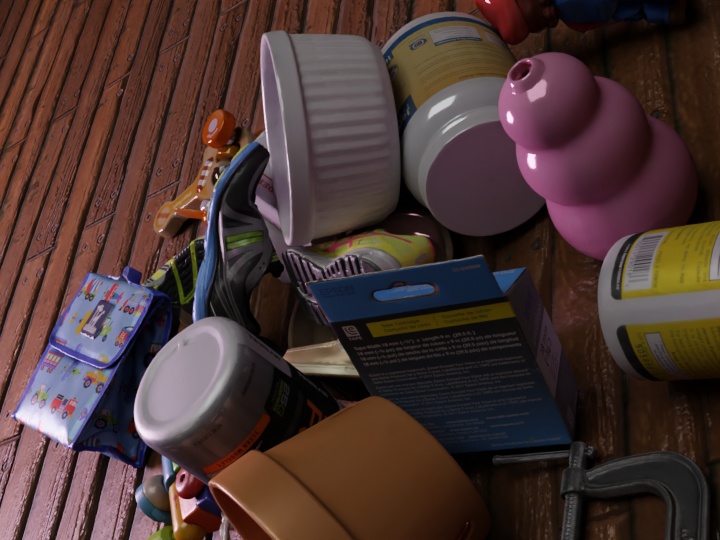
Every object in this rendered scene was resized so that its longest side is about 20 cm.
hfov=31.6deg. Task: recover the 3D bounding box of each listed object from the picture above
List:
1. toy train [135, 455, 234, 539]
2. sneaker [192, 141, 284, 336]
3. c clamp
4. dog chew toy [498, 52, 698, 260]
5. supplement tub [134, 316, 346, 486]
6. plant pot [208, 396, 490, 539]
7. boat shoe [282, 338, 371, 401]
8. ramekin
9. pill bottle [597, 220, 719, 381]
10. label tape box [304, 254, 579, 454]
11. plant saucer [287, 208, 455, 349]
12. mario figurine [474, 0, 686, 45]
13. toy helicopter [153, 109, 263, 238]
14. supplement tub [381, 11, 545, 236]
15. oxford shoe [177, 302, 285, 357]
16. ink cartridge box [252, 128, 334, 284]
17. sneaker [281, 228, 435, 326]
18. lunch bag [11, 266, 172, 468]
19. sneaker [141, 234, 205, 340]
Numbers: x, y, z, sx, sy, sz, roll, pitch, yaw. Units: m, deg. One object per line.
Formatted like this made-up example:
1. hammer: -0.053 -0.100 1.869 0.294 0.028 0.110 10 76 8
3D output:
1. toy train: -0.153 0.233 1.167 0.116 0.085 0.200 -47 33 20
2. sneaker: -0.112 -0.027 1.255 0.071 0.083 0.200 -45 -36 -84
3. c clamp: 0.168 0.202 0.894 0.171 0.027 0.200 -19 43 29
4. dog chew toy: 0.181 -0.095 1.005 0.124 0.200 0.125 -28 40 27
5. supplement tub: -0.081 0.138 1.068 0.122 0.200 0.123 -29 39 27
6. plant pot: 0.002 0.190 0.955 0.140 0.200 0.200 -40 32 -17
7. boat shoe: 0.022 0.073 1.106 0.200 0.074 0.067 -3 65 22
8. ramekin: -0.029 -0.127 1.190 0.105 0.200 0.200 -7 38 -9
9. pill bottle: 0.274 0.017 0.874 0.200 0.111 0.111 -8 51 44
10. label tape box: 0.068 0.051 0.962 0.144 0.200 0.063 -9 39 25
11. plant saucer: 0.014 0.029 1.221 0.200 0.029 0.200 -29 40 27
12. mario figurine: 0.202 -0.277 1.193 0.200 0.124 0.106 1 31 17
13. toy helicopter: -0.186 -0.091 1.535 0.200 0.079 0.132 -35 44 36
14. supplement tub: 0.096 -0.138 1.189 0.145 0.145 0.200 -38 36 15
15. oxford shoe: -0.127 0.100 1.292 0.200 0.071 0.071 32 112 52
16. ink cartridge box: -0.055 -0.099 1.318 0.116 0.067 0.200 36 75 15
17. sneaker: 0.000 0.000 1.189 0.090 0.078 0.200 -31 17 -28
18. lunch bag: -0.274 0.094 1.379 0.150 0.094 0.200 11 79 50
19. sneaker: -0.209 0.029 1.445 0.200 0.075 0.076 -35 4 24
